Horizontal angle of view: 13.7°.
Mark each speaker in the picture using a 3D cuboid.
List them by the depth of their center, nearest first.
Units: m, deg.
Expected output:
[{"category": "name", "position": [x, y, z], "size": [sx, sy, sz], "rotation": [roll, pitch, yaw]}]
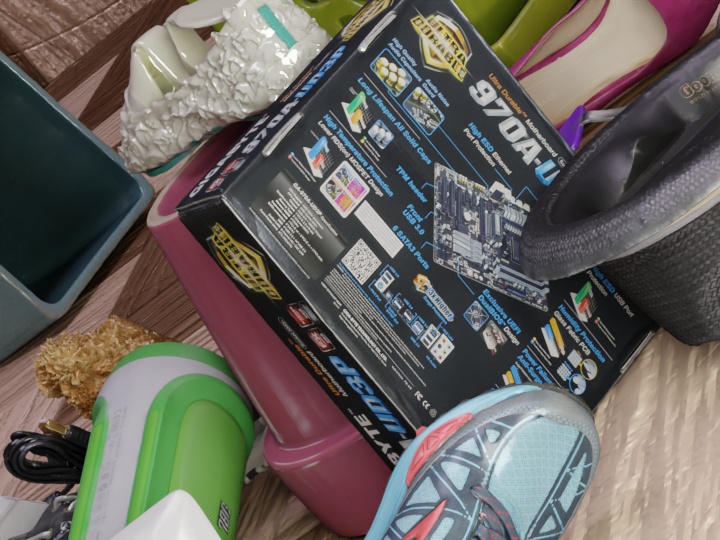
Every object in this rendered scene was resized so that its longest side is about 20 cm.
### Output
[{"category": "speaker", "position": [-0.101, 0.129, 1.453], "size": [0.088, 0.088, 0.200], "rotation": [-33, 31, 31]}]

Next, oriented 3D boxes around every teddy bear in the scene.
[{"category": "teddy bear", "position": [-0.119, 0.068, 1.704], "size": [0.200, 0.145, 0.067], "rotation": [-167, 99, -78]}]

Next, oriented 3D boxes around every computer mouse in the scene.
[{"category": "computer mouse", "position": [-0.192, 0.163, 1.715], "size": [0.200, 0.110, 0.044], "rotation": [-46, 35, 34]}]

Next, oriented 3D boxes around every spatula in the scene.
[{"category": "spatula", "position": [0.158, -0.097, 1.658], "size": [0.200, 0.021, 0.057], "rotation": [-34, 21, 25]}]

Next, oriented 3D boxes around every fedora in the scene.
[{"category": "fedora", "position": [0.167, -0.036, 1.286], "size": [0.200, 0.092, 0.201], "rotation": [-37, 12, 9]}]

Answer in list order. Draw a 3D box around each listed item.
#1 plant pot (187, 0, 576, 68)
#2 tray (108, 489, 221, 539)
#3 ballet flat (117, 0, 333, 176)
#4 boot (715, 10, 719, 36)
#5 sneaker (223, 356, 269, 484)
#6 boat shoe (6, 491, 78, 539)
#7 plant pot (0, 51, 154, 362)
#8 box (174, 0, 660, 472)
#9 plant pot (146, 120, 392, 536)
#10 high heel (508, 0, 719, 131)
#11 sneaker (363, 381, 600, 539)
[{"category": "plant pot", "position": [0.036, -0.208, 2.011], "size": [0.199, 0.182, 0.200], "rotation": [-29, 19, 45]}, {"category": "tray", "position": [-0.127, 0.196, 1.351], "size": [0.200, 0.107, 0.022], "rotation": [-37, -9, 19]}, {"category": "ballet flat", "position": [-0.075, -0.099, 1.455], "size": [0.072, 0.072, 0.200], "rotation": [-48, 14, -27]}, {"category": "boot", "position": [0.248, -0.144, 1.455], "size": [0.188, 0.069, 0.200], "rotation": [-38, 15, 14]}, {"category": "sneaker", "position": [-0.038, 0.071, 1.590], "size": [0.074, 0.088, 0.200], "rotation": [-97, 31, -80]}, {"category": "boat shoe", "position": [-0.153, 0.152, 1.596], "size": [0.200, 0.072, 0.071], "rotation": [-27, 56, 49]}, {"category": "plant pot", "position": [-0.330, -0.026, 2.478], "size": [0.200, 0.196, 0.196], "rotation": [-43, 9, 41]}, {"category": "box", "position": [0.035, -0.007, 1.334], "size": [0.159, 0.200, 0.046], "rotation": [-49, 18, -29]}, {"category": "plant pot", "position": [0.000, 0.000, 1.460], "size": [0.200, 0.179, 0.200], "rotation": [-39, 14, 12]}, {"category": "high heel", "position": [0.130, -0.124, 1.706], "size": [0.096, 0.067, 0.200], "rotation": [-40, 4, -41]}, {"category": "sneaker", "position": [0.034, 0.136, 1.198], "size": [0.200, 0.079, 0.096], "rotation": [-50, 23, 0]}]
